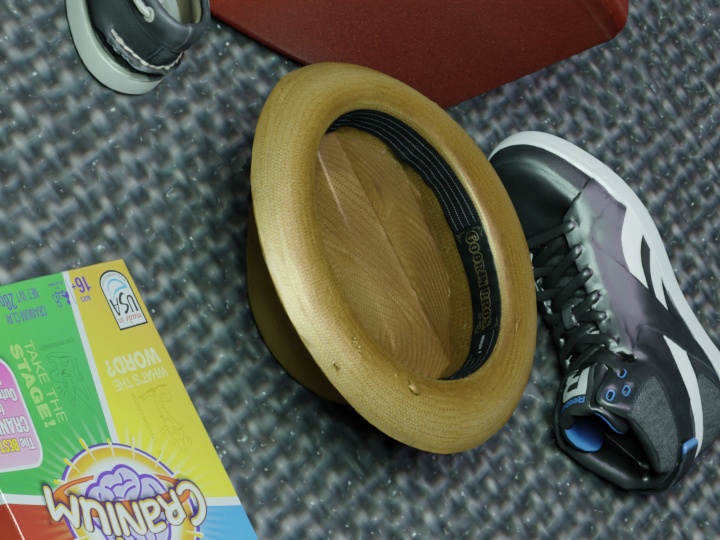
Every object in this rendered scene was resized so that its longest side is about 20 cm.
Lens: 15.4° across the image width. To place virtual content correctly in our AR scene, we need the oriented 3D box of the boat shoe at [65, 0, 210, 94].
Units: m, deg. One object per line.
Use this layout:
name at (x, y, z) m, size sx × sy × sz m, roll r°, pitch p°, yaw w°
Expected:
boat shoe at (-0.121, -0.188, 1.312) m, size 0.074 × 0.060 × 0.201 m, roll 7°, pitch 61°, yaw -41°

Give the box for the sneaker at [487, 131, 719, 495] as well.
sneaker at (0.121, 0.027, 1.408) m, size 0.200 × 0.073 × 0.112 m, roll 53°, pitch 39°, yaw -7°

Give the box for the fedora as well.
fedora at (0.000, 0.000, 1.299) m, size 0.200 × 0.082 × 0.202 m, roll 23°, pitch 55°, yaw -38°

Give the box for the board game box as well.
board game box at (-0.114, 0.101, 1.132) m, size 0.153 × 0.040 × 0.201 m, roll -16°, pitch 78°, yaw -59°

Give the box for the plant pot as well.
plant pot at (0.041, -0.200, 1.396) m, size 0.176 × 0.199 × 0.200 m, roll 43°, pitch 41°, yaw -36°
